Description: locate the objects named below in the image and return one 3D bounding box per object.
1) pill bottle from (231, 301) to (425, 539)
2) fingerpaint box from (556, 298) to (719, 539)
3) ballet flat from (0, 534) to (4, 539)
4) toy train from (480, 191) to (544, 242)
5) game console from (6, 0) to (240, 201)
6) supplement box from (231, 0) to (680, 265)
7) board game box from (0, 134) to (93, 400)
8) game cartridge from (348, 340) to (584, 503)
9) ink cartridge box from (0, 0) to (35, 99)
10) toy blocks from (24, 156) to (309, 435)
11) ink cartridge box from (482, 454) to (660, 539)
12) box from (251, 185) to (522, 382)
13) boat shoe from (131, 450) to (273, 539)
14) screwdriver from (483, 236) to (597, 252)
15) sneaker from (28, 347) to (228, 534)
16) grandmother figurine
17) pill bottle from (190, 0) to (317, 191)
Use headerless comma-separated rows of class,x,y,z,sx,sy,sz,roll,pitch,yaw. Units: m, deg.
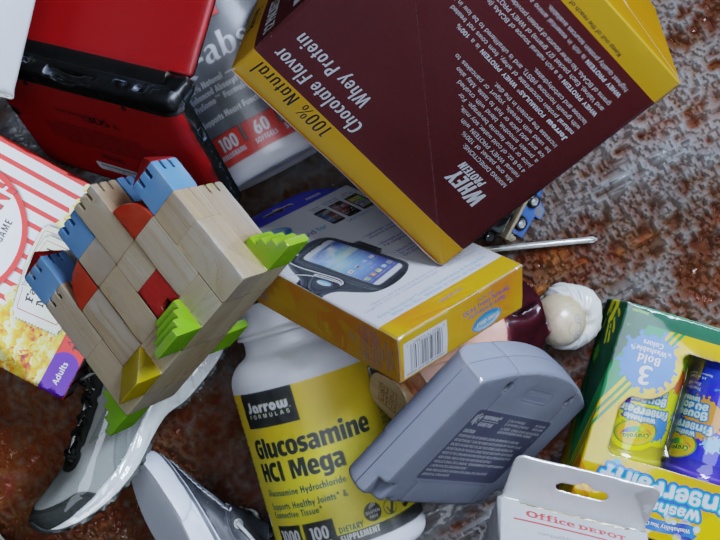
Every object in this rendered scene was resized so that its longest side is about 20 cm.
pill bottle,-0.030,0.113,0.967,0.112,0.112,0.200,-17,91,-1
fingerpaint box,0.267,0.128,0.994,0.200,0.073,0.167,17,91,-1
ballet flat,-0.327,0.185,0.985,0.064,0.076,0.200,-34,88,15
toy train,0.151,-0.106,1.007,0.046,0.034,0.200,31,89,-31
game console,-0.162,-0.153,0.923,0.200,0.172,0.119,18,61,33
supplement box,0.061,-0.153,0.853,0.200,0.133,0.197,-39,112,24
board game box,-0.270,-0.018,0.966,0.200,0.046,0.152,28,90,-3
game cartridge,0.086,0.109,0.925,0.133,0.200,0.041,-44,63,14
ink cartridge box,-0.309,-0.201,0.913,0.083,0.200,0.145,12,90,-44
toy blocks,-0.146,-0.003,0.888,0.137,0.100,0.200,51,122,12
ink cartridge box,0.140,0.241,0.955,0.116,0.068,0.200,13,118,-1
box,0.000,0.000,0.909,0.119,0.200,0.042,-28,127,-33
boat shoe,-0.098,0.212,0.994,0.068,0.072,0.200,-33,76,-34
screwdriver,0.086,-0.015,1.010,0.200,0.029,0.028,-5,91,0
sneaker,-0.186,0.105,0.969,0.079,0.074,0.200,39,75,-20
grandmother figurine,0.100,0.055,0.961,0.200,0.061,0.121,-17,130,-33
pill bottle,-0.102,-0.166,0.959,0.116,0.116,0.200,-28,92,-1
